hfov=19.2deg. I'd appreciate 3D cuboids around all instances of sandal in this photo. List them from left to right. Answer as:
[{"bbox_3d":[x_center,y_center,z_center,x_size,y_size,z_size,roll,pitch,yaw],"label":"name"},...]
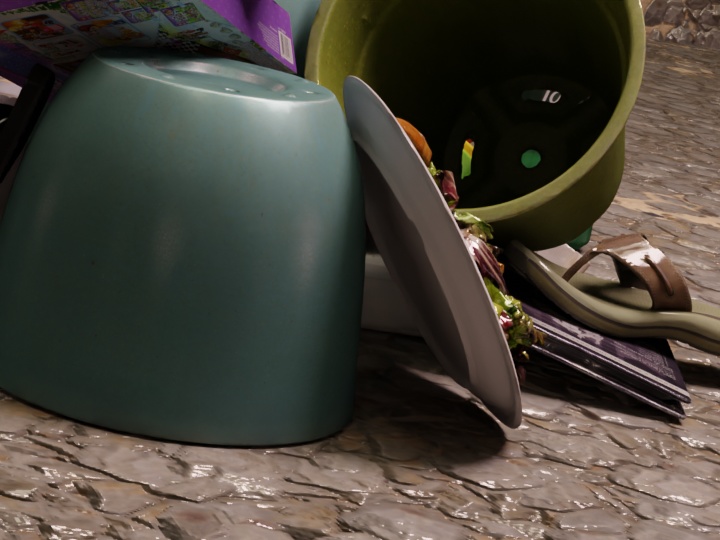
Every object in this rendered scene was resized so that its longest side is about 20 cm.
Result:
[{"bbox_3d":[-0.215,-0.052,1.112,0.045,0.075,0.200,35,-35,-13],"label":"sandal"},{"bbox_3d":[0.174,0.007,1.292,0.200,0.058,0.080,13,15,-24],"label":"sandal"}]

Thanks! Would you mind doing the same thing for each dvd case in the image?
[{"bbox_3d":[0.123,0.029,1.287,0.148,0.016,0.200,26,11,-3],"label":"dvd case"}]

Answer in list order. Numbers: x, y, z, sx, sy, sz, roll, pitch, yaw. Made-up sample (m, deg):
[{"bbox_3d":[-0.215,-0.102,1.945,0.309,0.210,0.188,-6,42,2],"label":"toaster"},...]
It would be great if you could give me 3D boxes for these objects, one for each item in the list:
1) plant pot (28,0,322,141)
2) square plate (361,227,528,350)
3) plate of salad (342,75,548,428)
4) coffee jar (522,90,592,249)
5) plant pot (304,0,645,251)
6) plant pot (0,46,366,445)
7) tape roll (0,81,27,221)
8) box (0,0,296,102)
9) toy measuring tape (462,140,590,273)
[{"bbox_3d":[-0.100,-0.151,1.308,0.199,0.162,0.201,10,27,-5],"label":"plant pot"},{"bbox_3d":[0.000,0.000,1.356,0.198,0.029,0.198,10,13,-6],"label":"square plate"},{"bbox_3d":[0.044,-0.013,1.099,0.048,0.201,0.200,-25,21,-8],"label":"plate of salad"},{"bbox_3d":[0.143,-0.122,1.622,0.103,0.202,0.085,6,13,-19],"label":"coffee jar"},{"bbox_3d":[0.087,-0.095,1.288,0.199,0.201,0.190,15,-12,20],"label":"plant pot"},{"bbox_3d":[-0.086,-0.022,1.067,0.199,0.162,0.201,11,12,-2],"label":"plant pot"},{"bbox_3d":[-0.254,-0.080,1.402,0.199,0.067,0.200,11,12,-2],"label":"tape roll"},{"bbox_3d":[-0.128,-0.131,1.113,0.136,0.039,0.200,-10,-11,14],"label":"box"},{"bbox_3d":[0.077,-0.062,1.490,0.200,0.074,0.074,41,19,10],"label":"toy measuring tape"}]
